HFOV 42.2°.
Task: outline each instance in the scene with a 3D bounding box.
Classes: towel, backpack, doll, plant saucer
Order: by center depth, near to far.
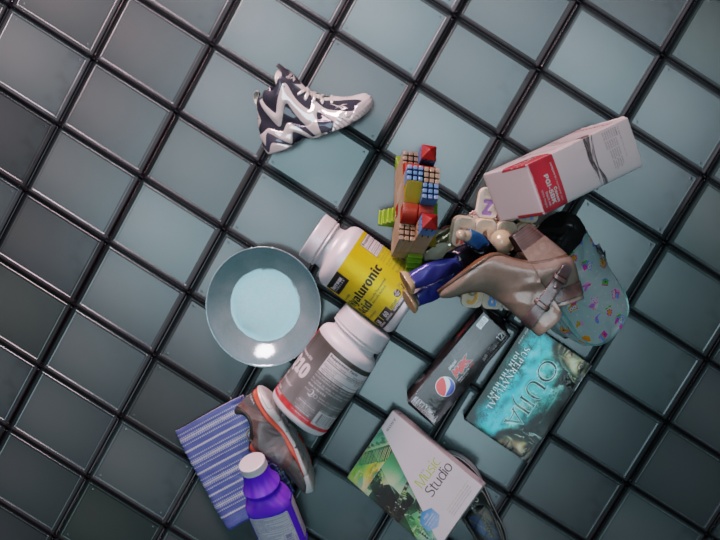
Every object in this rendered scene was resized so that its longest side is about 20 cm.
[{"bbox_3d":[0.158,-0.010,1.464,0.197,0.049,0.138,-25,133,-14],"label":"doll"},{"bbox_3d":[0.337,0.029,1.502,0.166,0.127,0.201,-39,108,-4],"label":"backpack"},{"bbox_3d":[-0.163,0.060,1.583,0.196,0.039,0.206,0,96,3],"label":"plant saucer"},{"bbox_3d":[-0.217,0.335,1.627,0.143,0.024,0.203,-28,92,7],"label":"towel"}]

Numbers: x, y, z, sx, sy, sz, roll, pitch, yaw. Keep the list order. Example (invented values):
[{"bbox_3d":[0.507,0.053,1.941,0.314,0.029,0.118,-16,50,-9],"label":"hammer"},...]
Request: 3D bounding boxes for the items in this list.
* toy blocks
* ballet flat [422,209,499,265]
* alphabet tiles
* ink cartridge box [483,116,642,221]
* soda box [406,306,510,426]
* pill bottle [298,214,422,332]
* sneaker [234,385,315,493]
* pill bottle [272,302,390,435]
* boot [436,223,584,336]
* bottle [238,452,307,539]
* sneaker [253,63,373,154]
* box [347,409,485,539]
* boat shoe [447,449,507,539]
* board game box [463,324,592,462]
[{"bbox_3d":[0.087,-0.115,1.466,0.097,0.137,0.205,6,69,-7],"label":"toy blocks"},{"bbox_3d":[0.169,-0.049,1.544,0.197,0.064,0.077,-29,94,5],"label":"ballet flat"},{"bbox_3d":[0.231,-0.032,1.525,0.196,0.015,0.200,4,103,-23],"label":"alphabet tiles"},{"bbox_3d":[0.314,-0.156,1.452,0.197,0.146,0.084,-25,97,-18],"label":"ink cartridge box"},{"bbox_3d":[0.162,0.158,1.563,0.063,0.071,0.201,40,97,-3],"label":"soda box"},{"bbox_3d":[0.000,0.000,1.533,0.198,0.111,0.112,36,97,-1],"label":"pill bottle"},{"bbox_3d":[-0.147,0.297,1.589,0.081,0.077,0.203,-30,92,5],"label":"sneaker"},{"bbox_3d":[-0.047,0.161,1.551,0.113,0.114,0.201,37,96,-2],"label":"pill bottle"},{"bbox_3d":[0.233,0.033,1.403,0.198,0.070,0.148,-34,91,7],"label":"boot"},{"bbox_3d":[-0.152,0.398,1.574,0.082,0.066,0.203,-14,118,9],"label":"bottle"},{"bbox_3d":[-0.086,-0.284,1.520,0.195,0.080,0.132,-18,104,14],"label":"sneaker"},{"bbox_3d":[0.093,0.355,1.578,0.199,0.036,0.146,37,98,18],"label":"box"},{"bbox_3d":[0.195,0.400,1.596,0.068,0.057,0.202,-31,94,6],"label":"boat shoe"},{"bbox_3d":[0.283,0.205,1.585,0.134,0.028,0.202,32,97,0],"label":"board game box"}]
